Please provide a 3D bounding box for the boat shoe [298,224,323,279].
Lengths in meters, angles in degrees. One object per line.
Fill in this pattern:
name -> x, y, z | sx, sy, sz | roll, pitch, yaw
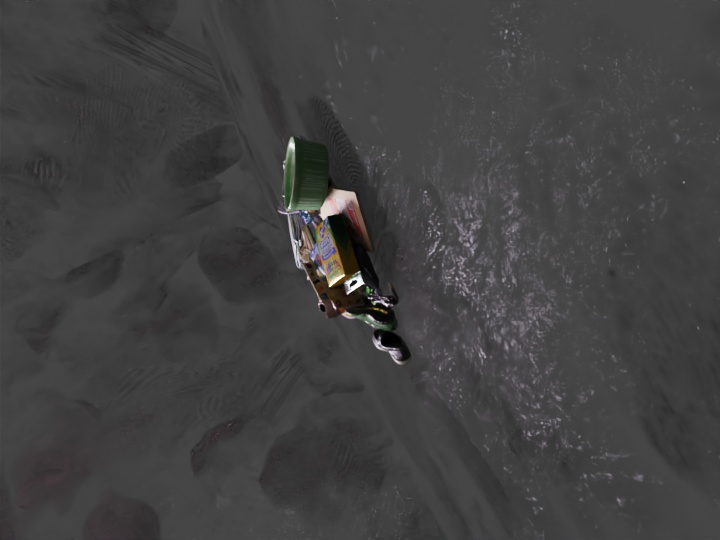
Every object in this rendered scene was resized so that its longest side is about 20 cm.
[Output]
boat shoe -> -0.173, -0.054, 1.771 | 0.074, 0.065, 0.203 | -114, 10, -64

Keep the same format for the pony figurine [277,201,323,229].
pony figurine -> -0.171, -0.211, 1.801 | 0.201, 0.166, 0.193 | 50, 171, -26

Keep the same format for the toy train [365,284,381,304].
toy train -> 0.049, 0.096, 1.689 | 0.056, 0.041, 0.201 | 48, 164, 24

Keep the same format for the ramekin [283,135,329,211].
ramekin -> -0.150, -0.261, 1.468 | 0.200, 0.096, 0.204 | -177, 90, -74

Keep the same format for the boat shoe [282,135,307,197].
boat shoe -> -0.204, -0.320, 1.647 | 0.073, 0.066, 0.204 | 1, 89, 50

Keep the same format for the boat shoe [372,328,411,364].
boat shoe -> 0.091, 0.221, 1.678 | 0.199, 0.074, 0.067 | 45, 157, 59

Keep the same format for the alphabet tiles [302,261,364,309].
alphabet tiles -> -0.070, 0.038, 1.631 | 0.201, 0.165, 0.008 | 59, 143, 37

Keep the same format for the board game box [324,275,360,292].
board game box -> -0.072, 0.002, 1.759 | 0.201, 0.100, 0.048 | -108, 5, -50

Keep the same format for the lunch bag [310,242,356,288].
lunch bag -> -0.062, -0.076, 1.600 | 0.151, 0.093, 0.202 | 49, 139, 32

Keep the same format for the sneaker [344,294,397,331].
sneaker -> 0.030, 0.140, 1.647 | 0.198, 0.078, 0.086 | 22, 151, 39

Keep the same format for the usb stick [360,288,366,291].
usb stick -> 0.000, 0.000, 1.716 | 0.201, 0.032, 0.056 | 81, 167, -57

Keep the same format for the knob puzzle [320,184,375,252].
knob puzzle -> -0.042, -0.148, 1.476 | 0.219, 0.030, 0.222 | 37, 146, 30

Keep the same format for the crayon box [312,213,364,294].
crayon box -> -0.064, -0.039, 1.473 | 0.126, 0.051, 0.203 | -35, 71, 61

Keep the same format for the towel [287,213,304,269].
towel -> -0.228, -0.123, 1.940 | 0.201, 0.047, 0.174 | 98, 161, -62

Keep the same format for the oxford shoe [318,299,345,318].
oxford shoe -> -0.115, 0.091, 1.765 | 0.072, 0.072, 0.200 | 64, 172, -31

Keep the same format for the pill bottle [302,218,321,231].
pill bottle -> -0.142, -0.087, 1.983 | 0.202, 0.110, 0.111 | 62, 169, 11

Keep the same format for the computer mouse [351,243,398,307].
computer mouse -> 0.030, 0.023, 1.471 | 0.139, 0.046, 0.202 | 14, 134, 51

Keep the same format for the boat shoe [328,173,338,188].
boat shoe -> -0.114, -0.255, 1.581 | 0.202, 0.067, 0.072 | 61, 171, 23

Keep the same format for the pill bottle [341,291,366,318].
pill bottle -> -0.031, 0.102, 1.892 | 0.112, 0.110, 0.201 | 60, 169, 20
